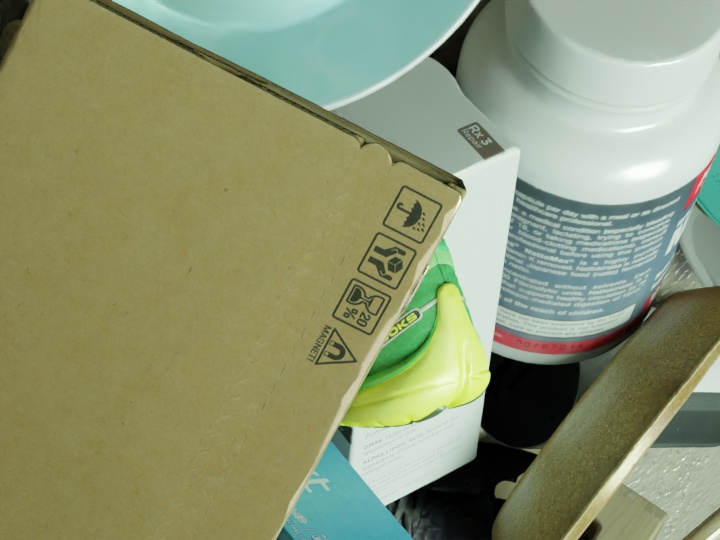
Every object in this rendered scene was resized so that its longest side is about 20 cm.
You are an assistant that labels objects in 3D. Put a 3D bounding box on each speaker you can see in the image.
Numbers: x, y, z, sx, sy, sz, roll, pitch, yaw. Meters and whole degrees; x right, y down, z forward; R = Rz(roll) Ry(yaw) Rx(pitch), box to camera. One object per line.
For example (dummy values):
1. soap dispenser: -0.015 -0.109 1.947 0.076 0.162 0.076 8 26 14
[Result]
1. speaker: 0.147 0.059 1.149 0.199 0.081 0.082 6 123 -48

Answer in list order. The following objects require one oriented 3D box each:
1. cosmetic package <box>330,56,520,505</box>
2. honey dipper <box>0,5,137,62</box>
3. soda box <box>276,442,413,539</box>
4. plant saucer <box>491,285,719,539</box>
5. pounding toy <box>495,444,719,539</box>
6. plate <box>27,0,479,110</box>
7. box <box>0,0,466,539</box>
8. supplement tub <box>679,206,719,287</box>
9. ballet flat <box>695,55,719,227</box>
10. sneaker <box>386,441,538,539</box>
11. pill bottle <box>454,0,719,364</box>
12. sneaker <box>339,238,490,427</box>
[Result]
1. cosmetic package: 0.000 0.000 0.909 0.081 0.113 0.201 -25 140 -24
2. honey dipper: -0.049 -0.104 0.820 0.199 0.038 0.038 -21 141 -35
3. soda box: -0.049 0.096 0.880 0.067 0.200 0.064 2 126 -46
4. plant saucer: 0.120 0.078 0.993 0.201 0.035 0.200 -50 170 -12
5. pounding toy: 0.106 0.191 1.163 0.200 0.141 0.185 -37 156 -57
6. plate: -0.034 -0.148 0.744 0.198 0.026 0.202 -7 121 -11
7. box: -0.080 0.021 0.719 0.162 0.021 0.201 26 104 -12
8. supplement tub: 0.281 -0.049 1.129 0.199 0.123 0.123 -34 145 -14
9. ballet flat: 0.148 -0.094 1.001 0.068 0.064 0.200 -14 138 31
10. sneaker: 0.020 0.115 1.021 0.200 0.103 0.061 -22 130 -68
11. pill bottle: 0.095 -0.059 0.905 0.119 0.120 0.201 -26 153 -23
12. sneaker: -0.027 0.014 0.813 0.074 0.199 0.085 -10 97 -45
